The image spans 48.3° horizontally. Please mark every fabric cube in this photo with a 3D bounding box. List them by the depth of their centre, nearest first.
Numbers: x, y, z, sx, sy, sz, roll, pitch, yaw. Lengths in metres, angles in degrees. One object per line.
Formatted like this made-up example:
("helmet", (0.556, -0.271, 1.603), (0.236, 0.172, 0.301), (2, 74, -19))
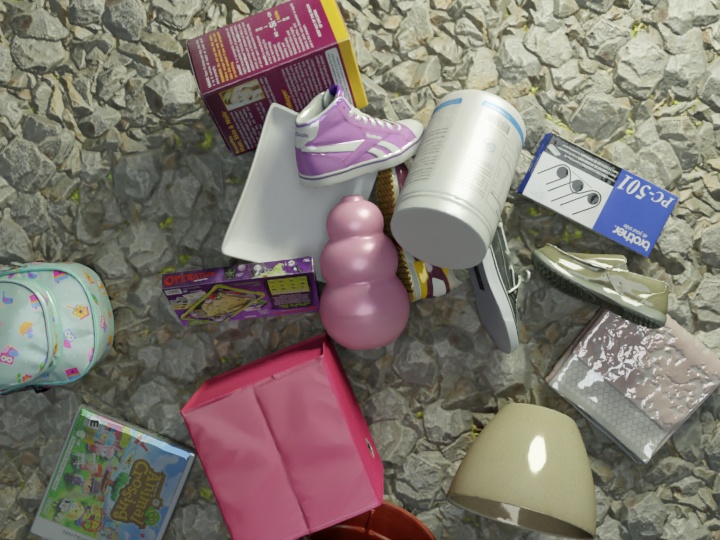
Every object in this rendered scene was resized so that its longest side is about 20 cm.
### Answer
("fabric cube", (-0.095, 0.220, 1.062), (0.198, 0.196, 0.201), (-21, 93, 2))

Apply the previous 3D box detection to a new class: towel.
("towel", (0.394, 0.149, 1.146), (0.200, 0.032, 0.191), (39, 93, -5))

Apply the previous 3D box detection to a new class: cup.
("cup", (0.230, 0.266, 1.089), (0.198, 0.200, 0.145), (19, 70, -3))

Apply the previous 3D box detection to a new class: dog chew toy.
("dog chew toy", (0.000, 0.000, 1.077), (0.123, 0.125, 0.202), (-7, 96, 0))

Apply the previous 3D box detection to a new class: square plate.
("square plate", (-0.077, -0.097, 1.074), (0.197, 0.028, 0.202), (17, 96, -40))

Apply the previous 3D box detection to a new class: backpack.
("backpack", (-0.437, 0.076, 1.067), (0.198, 0.153, 0.178), (-10, 90, -7))

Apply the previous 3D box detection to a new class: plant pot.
("plant pot", (-0.013, 0.442, 1.093), (0.199, 0.201, 0.197), (16, 103, -2))

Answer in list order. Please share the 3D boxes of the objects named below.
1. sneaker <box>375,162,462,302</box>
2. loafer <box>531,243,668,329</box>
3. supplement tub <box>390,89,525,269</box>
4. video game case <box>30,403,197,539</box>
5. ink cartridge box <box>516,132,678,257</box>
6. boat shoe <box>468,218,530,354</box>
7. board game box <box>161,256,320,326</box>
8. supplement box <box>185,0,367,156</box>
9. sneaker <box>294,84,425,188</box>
("sneaker", (0.083, -0.062, 1.108), (0.089, 0.075, 0.202), (-13, 95, -17))
("loafer", (0.333, 0.010, 1.107), (0.199, 0.075, 0.070), (27, 80, 10))
("supplement tub", (0.127, -0.119, 1.029), (0.131, 0.132, 0.201), (25, 63, -3))
("video game case", (-0.354, 0.317, 1.151), (0.181, 0.022, 0.202), (23, 94, -3))
("ink cartridge box", (0.328, -0.105, 1.115), (0.198, 0.044, 0.095), (26, 96, -3))
("boat shoe", (0.194, 0.015, 1.112), (0.068, 0.073, 0.201), (-24, 100, -18))
("board game box", (-0.156, 0.030, 1.084), (0.198, 0.120, 0.033), (-6, 58, -1))
("supplement box", (-0.105, -0.254, 1.038), (0.198, 0.131, 0.104), (-20, 60, 0))
("sneaker", (0.004, -0.188, 1.035), (0.199, 0.072, 0.115), (-25, 122, -31))
